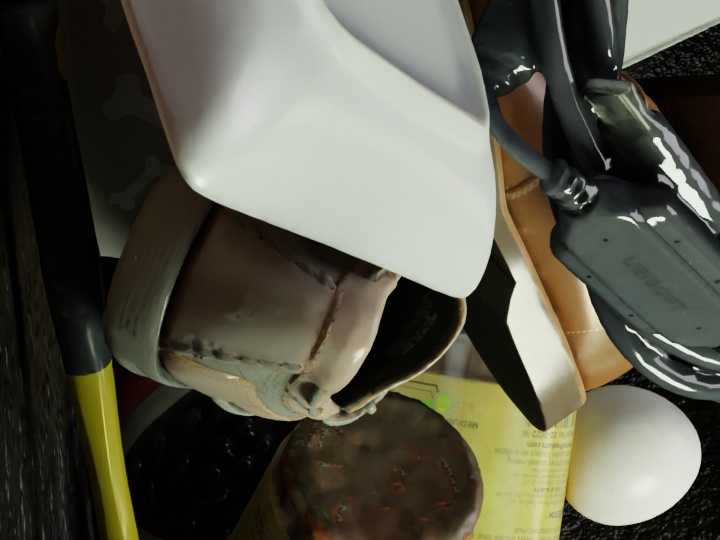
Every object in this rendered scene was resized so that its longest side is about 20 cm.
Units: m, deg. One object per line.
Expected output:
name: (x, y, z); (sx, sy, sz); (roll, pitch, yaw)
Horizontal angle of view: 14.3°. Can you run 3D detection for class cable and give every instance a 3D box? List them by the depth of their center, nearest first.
cable: (0.095, -0.053, 0.778); (0.200, 0.051, 0.164); (36, 56, -46)

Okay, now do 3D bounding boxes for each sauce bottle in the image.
sauce bottle: (-0.022, 0.116, 0.885); (0.200, 0.066, 0.066); (117, -24, -49)
sauce bottle: (0.029, 0.112, 0.924); (0.065, 0.064, 0.201); (-177, -86, -90)

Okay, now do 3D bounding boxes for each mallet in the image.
mallet: (-0.065, 0.026, 0.706); (0.066, 0.041, 0.201); (-90, 173, -75)

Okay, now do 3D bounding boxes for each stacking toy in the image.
stacking toy: (0.019, 0.062, 1.002); (0.146, 0.199, 0.147); (177, -90, -88)

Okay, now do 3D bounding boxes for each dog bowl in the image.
dog bowl: (-0.057, -0.086, 0.813); (0.200, 0.058, 0.201); (177, -90, -90)

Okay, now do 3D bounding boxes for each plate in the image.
plate: (-0.022, -0.100, 0.630); (0.200, 0.032, 0.200); (23, 46, -72)

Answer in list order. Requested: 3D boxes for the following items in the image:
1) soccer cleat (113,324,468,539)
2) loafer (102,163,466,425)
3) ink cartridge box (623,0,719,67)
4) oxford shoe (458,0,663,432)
soccer cleat: (0.000, 0.000, 0.885); (0.068, 0.200, 0.073); (45, 9, -34)
loafer: (-0.004, 0.012, 0.725); (0.072, 0.063, 0.200); (-69, 165, 5)
ink cartridge box: (0.016, -0.165, 0.960); (0.200, 0.146, 0.147); (46, -29, 39)
oxford shoe: (0.046, -0.044, 0.788); (0.071, 0.071, 0.200); (52, -11, 42)
